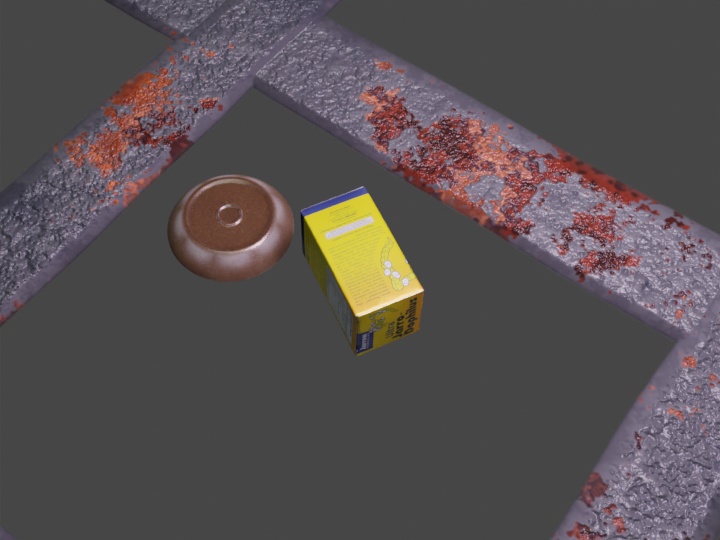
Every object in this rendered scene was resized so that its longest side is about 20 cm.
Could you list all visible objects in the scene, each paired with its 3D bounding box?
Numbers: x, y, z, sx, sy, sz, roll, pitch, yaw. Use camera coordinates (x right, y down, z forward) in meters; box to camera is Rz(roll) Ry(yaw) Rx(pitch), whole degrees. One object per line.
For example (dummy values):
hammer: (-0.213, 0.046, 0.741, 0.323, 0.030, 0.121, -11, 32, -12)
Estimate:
plant saucer: (-0.200, -0.077, 1.730, 0.196, 0.037, 0.203, 1, 56, -1)
supplement box: (0.000, 0.000, 1.637, 0.108, 0.110, 0.202, -20, 59, -14)
